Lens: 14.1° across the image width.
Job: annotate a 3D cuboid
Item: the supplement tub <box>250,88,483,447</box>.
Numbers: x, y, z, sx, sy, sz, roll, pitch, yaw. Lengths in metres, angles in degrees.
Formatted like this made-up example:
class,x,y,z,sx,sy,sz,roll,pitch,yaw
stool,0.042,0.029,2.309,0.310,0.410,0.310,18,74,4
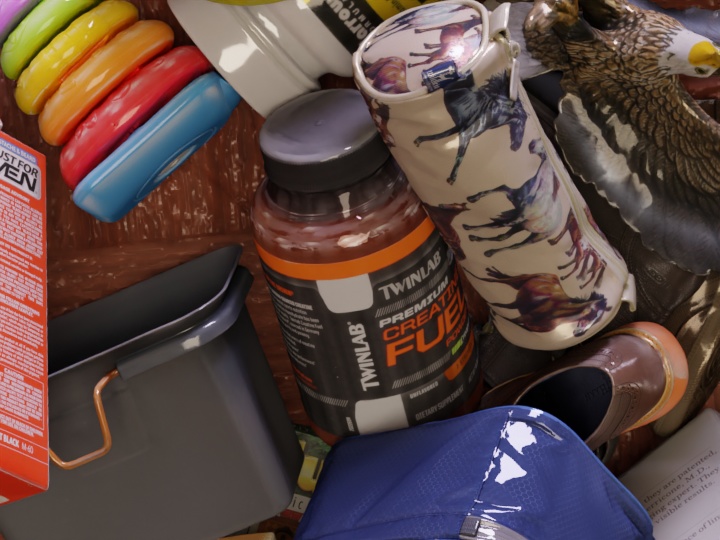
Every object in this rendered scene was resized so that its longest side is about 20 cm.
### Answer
class,x,y,z,sx,sy,sz,roll,pitch,yaw
supplement tub,0.000,0.000,1.613,0.107,0.107,0.200,-15,125,1

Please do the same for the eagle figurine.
class,x,y,z,sx,sy,sz,roll,pitch,yaw
eagle figurine,0.168,-0.106,1.565,0.200,0.151,0.152,37,111,-26

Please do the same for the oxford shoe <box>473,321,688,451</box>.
class,x,y,z,sx,sy,sz,roll,pitch,yaw
oxford shoe,0.089,0.091,1.623,0.200,0.073,0.071,-41,75,35

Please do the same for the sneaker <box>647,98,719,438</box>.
class,x,y,z,sx,sy,sz,roll,pitch,yaw
sneaker,0.193,-0.004,1.683,0.076,0.070,0.200,25,103,18

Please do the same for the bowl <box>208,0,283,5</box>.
class,x,y,z,sx,sy,sz,roll,pitch,yaw
bowl,-0.063,-0.252,1.533,0.200,0.108,0.200,-12,63,24

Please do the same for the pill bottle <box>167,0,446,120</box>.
class,x,y,z,sx,sy,sz,roll,pitch,yaw
pill bottle,-0.002,-0.180,1.603,0.200,0.114,0.114,-41,101,7

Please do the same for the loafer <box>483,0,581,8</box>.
class,x,y,z,sx,sy,sz,roll,pitch,yaw
loafer,0.155,-0.203,1.625,0.200,0.071,0.073,-32,102,4

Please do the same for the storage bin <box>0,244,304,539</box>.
class,x,y,z,sx,sy,sz,roll,pitch,yaw
storage bin,-0.131,0.095,1.632,0.200,0.146,0.134,-24,104,12

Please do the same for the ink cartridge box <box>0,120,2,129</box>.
class,x,y,z,sx,sy,sz,roll,pitch,yaw
ink cartridge box,-0.298,-0.076,1.598,0.162,0.200,0.050,-50,134,8

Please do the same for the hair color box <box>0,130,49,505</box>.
class,x,y,z,sx,sy,sz,roll,pitch,yaw
hair color box,-0.228,0.031,1.563,0.111,0.200,0.064,-20,149,29

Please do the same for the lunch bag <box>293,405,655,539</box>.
class,x,y,z,sx,sy,sz,roll,pitch,yaw
lunch bag,0.044,0.171,1.577,0.200,0.132,0.136,-16,129,43

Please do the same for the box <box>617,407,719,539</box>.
class,x,y,z,sx,sy,sz,roll,pitch,yaw
box,0.197,0.225,1.666,0.200,0.131,0.199,-39,117,6

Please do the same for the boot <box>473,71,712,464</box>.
class,x,y,z,sx,sy,sz,roll,pitch,yaw
boot,0.105,-0.006,1.661,0.200,0.069,0.174,46,120,18

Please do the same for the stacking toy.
class,x,y,z,sx,sy,sz,roll,pitch,yaw
stacking toy,-0.169,-0.133,1.624,0.110,0.116,0.200,-42,86,-1

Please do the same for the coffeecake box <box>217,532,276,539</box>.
class,x,y,z,sx,sy,sz,roll,pitch,yaw
coffeecake box,-0.060,0.273,1.641,0.073,0.154,0.200,-9,127,26

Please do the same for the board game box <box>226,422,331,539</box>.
class,x,y,z,sx,sy,sz,roll,pitch,yaw
board game box,-0.040,0.143,1.718,0.200,0.023,0.105,16,99,-6

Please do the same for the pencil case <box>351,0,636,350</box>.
class,x,y,z,sx,sy,sz,roll,pitch,yaw
pencil case,0.075,-0.049,1.545,0.089,0.078,0.200,-9,128,31
